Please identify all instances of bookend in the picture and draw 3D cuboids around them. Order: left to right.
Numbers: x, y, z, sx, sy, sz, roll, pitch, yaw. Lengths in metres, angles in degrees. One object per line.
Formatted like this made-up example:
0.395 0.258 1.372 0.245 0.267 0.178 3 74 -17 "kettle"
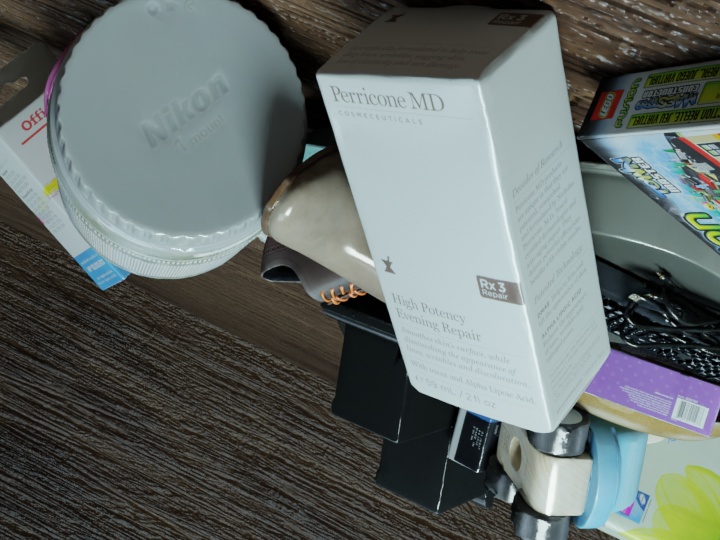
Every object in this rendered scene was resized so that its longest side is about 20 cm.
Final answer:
0.048 0.125 0.913 0.091 0.204 0.197 17 -165 37 "bookend"

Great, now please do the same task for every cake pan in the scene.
0.154 -0.002 0.626 0.196 0.037 0.201 16 161 6 "cake pan"

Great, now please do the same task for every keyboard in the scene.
0.162 0.035 0.602 0.197 0.040 0.104 23 161 -17 "keyboard"

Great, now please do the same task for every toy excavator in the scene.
0.203 0.140 0.849 0.196 0.102 0.195 4 -164 -12 "toy excavator"

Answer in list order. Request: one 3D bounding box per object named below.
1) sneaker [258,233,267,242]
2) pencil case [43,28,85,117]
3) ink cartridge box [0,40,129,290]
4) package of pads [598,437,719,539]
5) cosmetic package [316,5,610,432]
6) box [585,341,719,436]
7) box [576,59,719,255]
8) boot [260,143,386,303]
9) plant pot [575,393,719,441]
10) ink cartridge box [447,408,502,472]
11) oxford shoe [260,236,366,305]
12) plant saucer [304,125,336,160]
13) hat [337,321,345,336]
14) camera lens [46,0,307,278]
-0.073 -0.053 0.911 0.197 0.076 0.100 24 170 14 "sneaker"
-0.155 -0.108 0.817 0.198 0.092 0.094 32 159 -11 "pencil case"
-0.241 -0.099 0.877 0.201 0.115 0.067 50 151 -14 "ink cartridge box"
0.309 0.200 0.987 0.197 0.157 0.068 24 167 17 "package of pads"
0.057 -0.024 0.516 0.100 0.074 0.203 12 134 41 "cosmetic package"
0.175 0.055 0.769 0.197 0.040 0.136 19 -167 18 "box"
0.208 -0.028 0.482 0.198 0.035 0.109 32 168 -27 "box"
0.022 -0.004 0.637 0.146 0.070 0.200 45 -166 4 "boot"
0.213 0.091 0.826 0.196 0.028 0.200 16 -168 -3 "plant pot"
0.158 0.119 0.925 0.039 0.102 0.198 20 -167 37 "ink cartridge box"
0.000 0.000 0.803 0.198 0.074 0.071 14 164 43 "oxford shoe"
0.034 -0.056 0.756 0.197 0.036 0.200 25 170 5 "plant saucer"
0.066 0.061 1.115 0.197 0.082 0.201 21 161 8 "hat"
-0.122 -0.081 0.670 0.158 0.162 0.200 28 169 -11 "camera lens"
